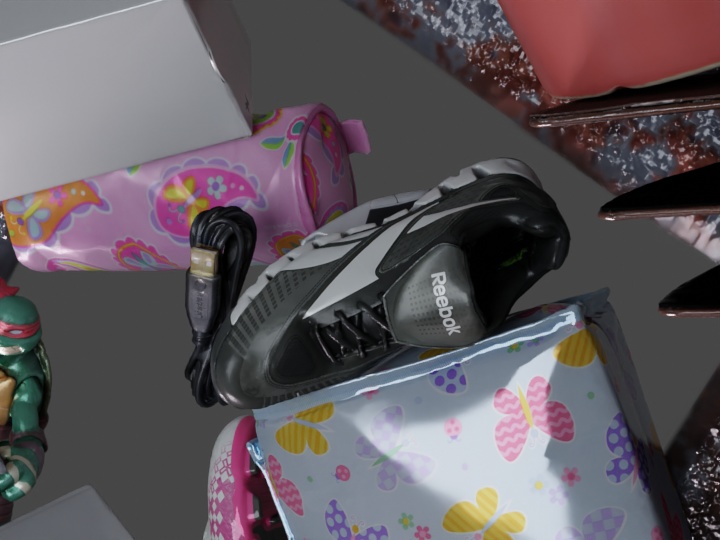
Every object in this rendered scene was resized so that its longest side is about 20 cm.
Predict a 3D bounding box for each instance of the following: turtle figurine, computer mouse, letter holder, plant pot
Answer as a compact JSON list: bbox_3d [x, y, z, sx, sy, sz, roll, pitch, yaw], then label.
[{"bbox_3d":[-0.221,0.081,1.465,0.150,0.101,0.200,39,128,29],"label":"turtle figurine"},{"bbox_3d":[0.000,0.000,1.339,0.044,0.200,0.110,-131,33,-56],"label":"computer mouse"},{"bbox_3d":[0.172,-0.041,1.213,0.142,0.200,0.101,-3,97,25],"label":"letter holder"},{"bbox_3d":[0.131,-0.187,1.226,0.200,0.200,0.178,-12,103,25],"label":"plant pot"}]

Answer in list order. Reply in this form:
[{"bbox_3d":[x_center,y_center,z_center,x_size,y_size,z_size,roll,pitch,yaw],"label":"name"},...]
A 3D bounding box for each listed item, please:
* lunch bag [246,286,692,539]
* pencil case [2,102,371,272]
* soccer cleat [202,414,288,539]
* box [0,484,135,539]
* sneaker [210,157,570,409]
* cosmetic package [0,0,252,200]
[{"bbox_3d":[0.055,0.115,1.334,0.200,0.127,0.170,-19,90,14],"label":"lunch bag"},{"bbox_3d":[-0.096,-0.044,1.400,0.200,0.087,0.088,-4,96,24],"label":"pencil case"},{"bbox_3d":[-0.073,0.182,1.430,0.086,0.070,0.201,-6,96,25],"label":"soccer cleat"},{"bbox_3d":[-0.152,0.250,1.416,0.200,0.106,0.152,50,138,18],"label":"box"},{"bbox_3d":[0.019,0.012,1.268,0.200,0.090,0.067,-29,114,-11],"label":"sneaker"},{"bbox_3d":[-0.166,-0.107,1.354,0.199,0.085,0.108,-14,133,10],"label":"cosmetic package"}]
